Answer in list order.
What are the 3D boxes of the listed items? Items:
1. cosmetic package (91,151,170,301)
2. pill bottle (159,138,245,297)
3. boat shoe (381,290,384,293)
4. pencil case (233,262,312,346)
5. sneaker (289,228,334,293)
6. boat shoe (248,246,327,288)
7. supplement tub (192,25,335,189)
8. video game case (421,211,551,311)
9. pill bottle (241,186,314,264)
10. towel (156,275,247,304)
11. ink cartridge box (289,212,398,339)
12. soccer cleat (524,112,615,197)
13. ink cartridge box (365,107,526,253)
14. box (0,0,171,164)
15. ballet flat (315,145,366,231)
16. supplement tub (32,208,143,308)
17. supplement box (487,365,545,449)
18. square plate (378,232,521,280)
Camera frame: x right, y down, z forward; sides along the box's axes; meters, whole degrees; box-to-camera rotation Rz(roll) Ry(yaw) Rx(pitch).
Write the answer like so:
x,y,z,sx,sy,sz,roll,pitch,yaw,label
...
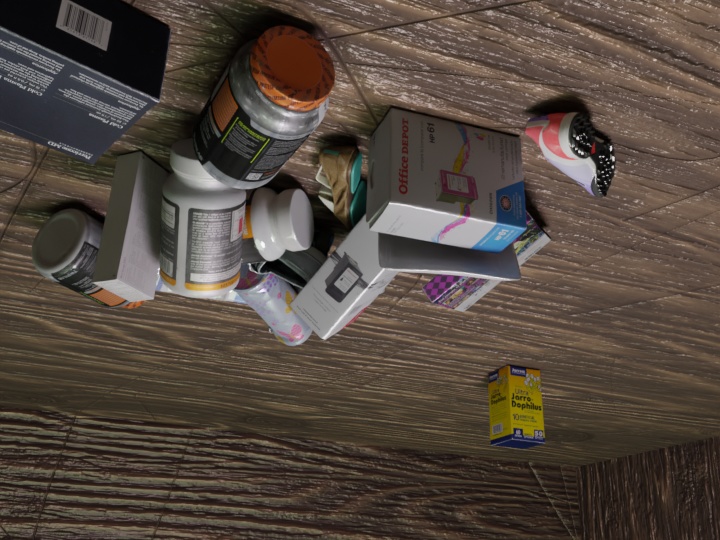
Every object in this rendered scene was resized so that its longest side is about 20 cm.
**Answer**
x,y,z,sx,sy,sz,roll,pitch,yaw,label
-0.329,-0.064,1.097,0.050,0.202,0.083,-5,156,22,cosmetic package
-0.220,-0.073,1.052,0.115,0.117,0.201,6,116,-9,pill bottle
-0.052,0.036,1.442,0.201,0.075,0.065,-17,110,19,boat shoe
-0.159,0.055,1.366,0.090,0.084,0.200,3,147,29,pencil case
-0.109,-0.027,1.355,0.081,0.074,0.200,23,148,-7,sneaker
-0.153,-0.027,1.257,0.200,0.072,0.070,24,145,13,boat shoe
-0.115,-0.190,0.891,0.122,0.124,0.200,14,155,-26,supplement tub
0.209,-0.013,1.217,0.200,0.036,0.181,-41,159,14,video game case
-0.181,-0.069,1.183,0.198,0.117,0.116,-7,155,19,pill bottle
-0.263,-0.010,1.341,0.199,0.024,0.148,11,117,-25,towel
0.000,0.000,1.196,0.200,0.083,0.145,-49,171,19,ink cartridge box
0.292,-0.159,1.027,0.073,0.069,0.200,14,172,37,soccer cleat
0.114,-0.118,1.012,0.198,0.146,0.085,8,156,-16,ink cartridge box
-0.346,-0.231,0.837,0.199,0.105,0.181,21,149,-37,box
-0.031,-0.124,1.123,0.072,0.068,0.200,18,160,12,ballet flat
-0.454,-0.012,1.306,0.122,0.124,0.200,-8,155,21,supplement tub
0.424,0.375,2.056,0.108,0.202,0.109,11,155,-21,supplement box
0.118,-0.060,1.084,0.198,0.199,0.029,5,137,-7,square plate
